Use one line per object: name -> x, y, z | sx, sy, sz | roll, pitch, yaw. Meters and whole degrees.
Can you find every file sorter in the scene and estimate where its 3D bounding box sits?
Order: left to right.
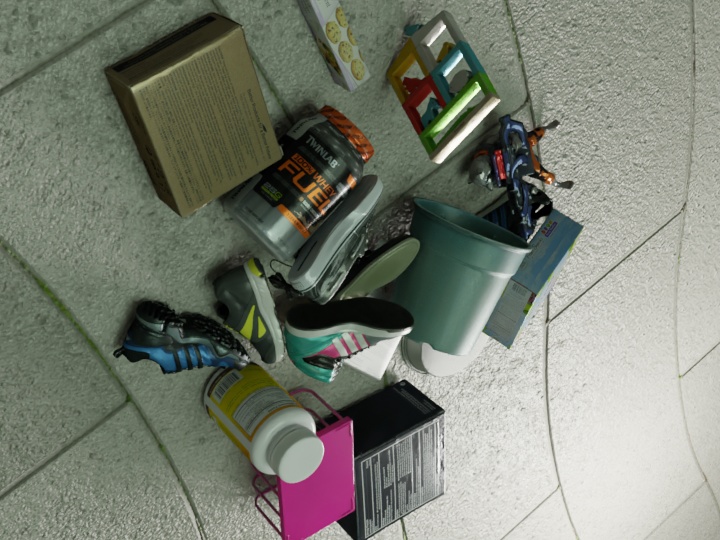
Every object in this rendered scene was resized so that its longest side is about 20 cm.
file sorter -> -0.101, 0.311, 1.707 | 0.138, 0.125, 0.201 | -24, 130, -29

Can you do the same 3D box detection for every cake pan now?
cake pan -> 0.161, 0.104, 1.868 | 0.199, 0.037, 0.201 | -22, 129, -30

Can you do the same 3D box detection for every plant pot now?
plant pot -> 0.142, 0.015, 1.666 | 0.199, 0.200, 0.197 | 9, 107, -43

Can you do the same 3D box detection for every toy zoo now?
toy zoo -> 0.106, -0.267, 1.477 | 0.020, 0.201, 0.131 | 8, 136, -43

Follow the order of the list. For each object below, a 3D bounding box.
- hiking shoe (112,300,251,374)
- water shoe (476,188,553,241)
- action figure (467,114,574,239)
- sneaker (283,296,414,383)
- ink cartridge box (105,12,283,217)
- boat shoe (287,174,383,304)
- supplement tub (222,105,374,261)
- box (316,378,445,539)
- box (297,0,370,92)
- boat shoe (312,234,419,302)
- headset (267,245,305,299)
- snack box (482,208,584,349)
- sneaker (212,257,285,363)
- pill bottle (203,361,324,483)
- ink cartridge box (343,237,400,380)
hiking shoe -> -0.248, 0.109, 1.501 | 0.199, 0.074, 0.087 | 26, 106, -37
water shoe -> 0.241, -0.069, 1.795 | 0.200, 0.079, 0.072 | -45, 136, -9
action figure -> 0.257, -0.154, 1.742 | 0.192, 0.104, 0.202 | -8, 97, -32
sneaker -> -0.024, 0.112, 1.594 | 0.199, 0.084, 0.121 | 0, 132, -18
ink cartridge box -> -0.204, -0.194, 1.332 | 0.164, 0.075, 0.201 | -34, 132, -22
boat shoe -> -0.025, -0.042, 1.480 | 0.071, 0.072, 0.200 | 46, 72, -32
supplement tub -> -0.081, -0.121, 1.451 | 0.200, 0.122, 0.123 | -48, 137, -6
box -> 0.036, 0.328, 1.838 | 0.198, 0.123, 0.201 | -24, 128, -30
box -> -0.043, -0.327, 1.413 | 0.041, 0.039, 0.200 | -41, 136, -15
boat shoe -> 0.001, 0.001, 1.612 | 0.199, 0.066, 0.074 | -44, 146, 19
headset -> -0.056, -0.035, 1.544 | 0.200, 0.094, 0.124 | -41, 143, -32
snack box -> 0.291, 0.018, 1.812 | 0.169, 0.067, 0.200 | -50, 165, -29
sneaker -> -0.164, 0.063, 1.548 | 0.084, 0.075, 0.201 | -15, 132, -5
pill bottle -> -0.140, 0.224, 1.562 | 0.109, 0.200, 0.110 | -21, 129, -29
ink cartridge box -> 0.017, 0.062, 1.720 | 0.161, 0.050, 0.201 | 33, 80, -47
